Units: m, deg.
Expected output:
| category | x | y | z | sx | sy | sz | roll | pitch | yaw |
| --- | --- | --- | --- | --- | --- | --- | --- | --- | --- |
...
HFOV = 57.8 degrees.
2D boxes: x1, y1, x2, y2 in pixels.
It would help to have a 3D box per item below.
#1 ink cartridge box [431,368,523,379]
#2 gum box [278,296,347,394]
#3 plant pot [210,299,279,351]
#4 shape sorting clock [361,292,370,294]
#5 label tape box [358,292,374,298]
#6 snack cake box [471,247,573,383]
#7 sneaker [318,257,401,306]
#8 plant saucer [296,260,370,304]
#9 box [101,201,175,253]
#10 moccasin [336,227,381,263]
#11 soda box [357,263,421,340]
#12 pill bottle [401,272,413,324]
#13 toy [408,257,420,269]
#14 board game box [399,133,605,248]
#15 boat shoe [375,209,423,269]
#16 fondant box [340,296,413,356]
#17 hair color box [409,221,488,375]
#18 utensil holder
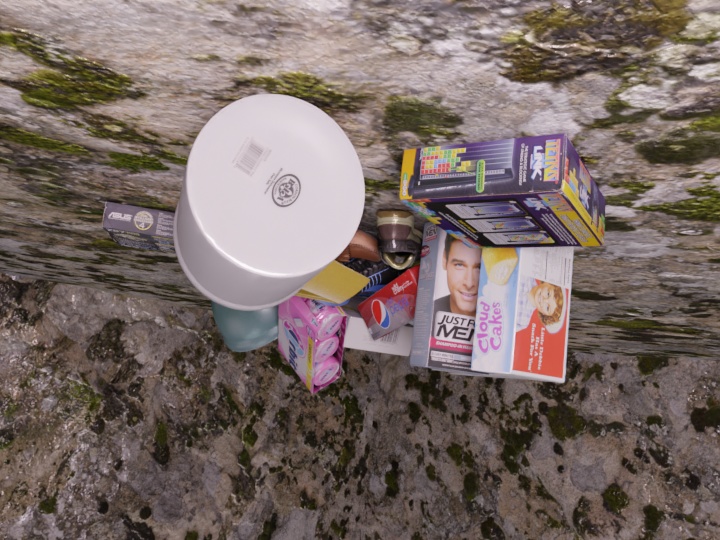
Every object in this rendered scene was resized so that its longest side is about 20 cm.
| category | x | y | z | sx | sy | sz | roll | pitch | yaw |
| --- | --- | --- | --- | --- | --- | --- | --- | --- | --- |
| ink cartridge box | 0.207 | 0.068 | 1.040 | 0.141 | 0.205 | 0.145 | 9 | 171 | -13 |
| gum box | -0.085 | 0.103 | 1.116 | 0.065 | 0.114 | 0.202 | -27 | 147 | -27 |
| plant pot | -0.205 | 0.034 | 1.242 | 0.198 | 0.201 | 0.136 | -2 | 126 | 44 |
| shape sorting clock | -0.026 | 0.001 | 1.241 | 0.195 | 0.040 | 0.201 | 7 | 159 | 3 |
| label tape box | -0.038 | 0.022 | 1.380 | 0.141 | 0.065 | 0.200 | 6 | 171 | 3 |
| snack cake box | 0.212 | 0.035 | 0.842 | 0.113 | 0.205 | 0.066 | 14 | 169 | -39 |
| sneaker | 0.000 | 0.000 | 1.072 | 0.198 | 0.070 | 0.078 | -15 | 149 | -49 |
| plant saucer | -0.110 | 0.003 | 0.921 | 0.196 | 0.050 | 0.199 | 9 | 173 | 24 |
| box | -0.333 | -0.064 | 1.138 | 0.195 | 0.050 | 0.161 | 9 | 172 | -9 |
| moccasin | -0.062 | -0.034 | 1.004 | 0.197 | 0.080 | 0.074 | 9 | 159 | -8 |
| soda box | 0.070 | 0.048 | 1.048 | 0.063 | 0.071 | 0.200 | -23 | 172 | -30 |
| pill bottle | 0.089 | 0.066 | 1.399 | 0.109 | 0.115 | 0.200 | 7 | 170 | -1 |
| toy | 0.099 | 0.023 | 1.114 | 0.046 | 0.118 | 0.200 | 6 | 172 | -13 |
| board game box | 0.156 | -0.074 | 0.684 | 0.162 | 0.058 | 0.199 | -1 | 168 | 30 |
| boat shoe | 0.055 | -0.035 | 0.956 | 0.070 | 0.068 | 0.201 | 5 | 170 | 10 |
| fondant box | -0.005 | 0.095 | 1.236 | 0.142 | 0.060 | 0.199 | 12 | -173 | -28 |
| hair color box | 0.133 | 0.037 | 0.909 | 0.097 | 0.205 | 0.060 | 10 | 171 | -18 |
| utensil holder | -0.095 | -0.056 | 0.638 | 0.166 | 0.174 | 0.200 | 10 | 169 | -17 |
